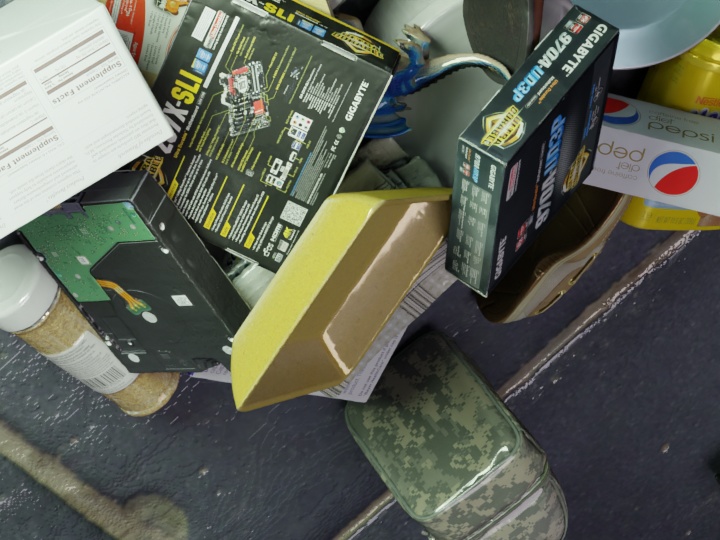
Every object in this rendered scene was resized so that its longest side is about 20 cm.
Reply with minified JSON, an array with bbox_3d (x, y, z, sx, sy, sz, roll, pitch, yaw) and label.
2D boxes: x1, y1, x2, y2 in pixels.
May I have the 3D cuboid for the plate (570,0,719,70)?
[{"bbox_3d":[0.231,-0.259,1.761,0.200,0.026,0.200,-4,131,-4],"label":"plate"}]

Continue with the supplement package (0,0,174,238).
[{"bbox_3d":[-0.259,-0.107,1.476,0.200,0.156,0.111,-31,113,-8],"label":"supplement package"}]

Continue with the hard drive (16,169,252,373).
[{"bbox_3d":[-0.173,0.004,1.609,0.200,0.140,0.038,55,46,-36],"label":"hard drive"}]

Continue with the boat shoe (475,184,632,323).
[{"bbox_3d":[0.189,-0.027,1.921,0.066,0.074,0.200,4,139,-48],"label":"boat shoe"}]

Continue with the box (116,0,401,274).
[{"bbox_3d":[-0.081,-0.110,1.549,0.160,0.049,0.200,26,119,-2],"label":"box"}]

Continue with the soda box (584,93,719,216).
[{"bbox_3d":[0.249,-0.108,1.825,0.200,0.068,0.064,14,123,2],"label":"soda box"}]

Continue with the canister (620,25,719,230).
[{"bbox_3d":[0.316,-0.139,1.910,0.148,0.087,0.200,-1,126,-33],"label":"canister"}]

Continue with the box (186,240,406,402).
[{"bbox_3d":[-0.052,0.003,1.758,0.200,0.105,0.184,12,115,-40],"label":"box"}]

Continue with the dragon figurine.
[{"bbox_3d":[0.014,-0.140,1.601,0.200,0.059,0.100,9,114,-1],"label":"dragon figurine"}]

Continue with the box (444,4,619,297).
[{"bbox_3d":[0.134,-0.092,1.624,0.159,0.046,0.200,-48,161,-25],"label":"box"}]

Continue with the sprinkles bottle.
[{"bbox_3d":[-0.232,0.052,1.704,0.068,0.068,0.200,-44,137,4],"label":"sprinkles bottle"}]

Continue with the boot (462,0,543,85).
[{"bbox_3d":[0.165,-0.251,1.632,0.200,0.068,0.189,-15,101,-45],"label":"boot"}]

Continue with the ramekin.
[{"bbox_3d":[0.087,-0.170,1.715,0.202,0.094,0.203,-15,131,-19],"label":"ramekin"}]

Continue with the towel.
[{"bbox_3d":[0.000,0.000,1.692,0.200,0.035,0.193,-44,135,1],"label":"towel"}]

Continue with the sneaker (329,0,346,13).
[{"bbox_3d":[-0.093,-0.199,1.603,0.200,0.078,0.090,-42,106,14],"label":"sneaker"}]

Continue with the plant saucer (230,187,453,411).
[{"bbox_3d":[-0.016,0.008,1.593,0.200,0.048,0.200,-55,163,17],"label":"plant saucer"}]

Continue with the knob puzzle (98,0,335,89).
[{"bbox_3d":[-0.111,-0.201,1.551,0.219,0.030,0.220,3,119,6],"label":"knob puzzle"}]

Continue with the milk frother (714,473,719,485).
[{"bbox_3d":[0.527,0.219,2.327,0.188,0.180,0.200,-48,179,9],"label":"milk frother"}]

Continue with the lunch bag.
[{"bbox_3d":[0.101,0.184,1.941,0.139,0.200,0.168,-42,135,3],"label":"lunch bag"}]
